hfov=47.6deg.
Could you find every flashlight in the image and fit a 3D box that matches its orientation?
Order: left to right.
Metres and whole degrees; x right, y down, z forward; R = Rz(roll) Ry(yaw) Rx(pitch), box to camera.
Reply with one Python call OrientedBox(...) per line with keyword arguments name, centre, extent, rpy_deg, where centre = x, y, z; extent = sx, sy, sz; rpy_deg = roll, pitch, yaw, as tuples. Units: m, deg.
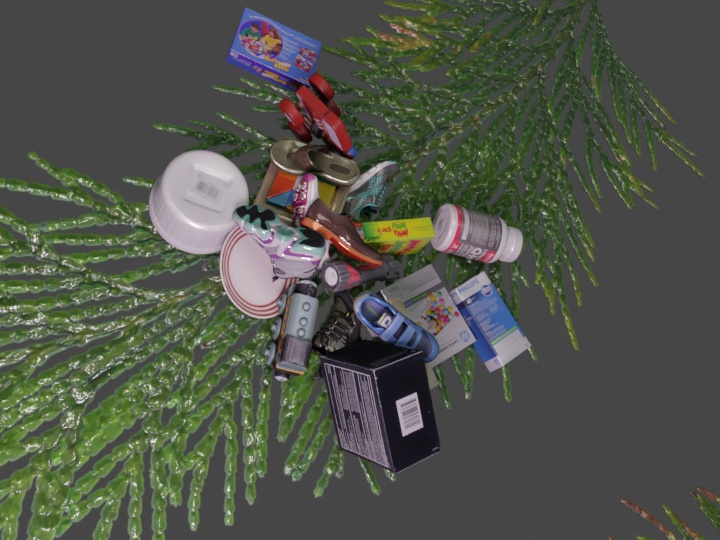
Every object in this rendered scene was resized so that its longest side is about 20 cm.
OrientedBox(name="flashlight", centre=(0.000, 0.000, 1.737), extent=(0.199, 0.067, 0.069), rpy_deg=(-14, 103, -48))

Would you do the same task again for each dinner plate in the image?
OrientedBox(name="dinner plate", centre=(-0.207, -0.003, 1.660), extent=(0.199, 0.024, 0.203), rpy_deg=(8, 78, -41))

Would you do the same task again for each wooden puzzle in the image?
OrientedBox(name="wooden puzzle", centre=(-0.119, -0.175, 1.753), extent=(0.183, 0.037, 0.202), rpy_deg=(20, 72, -1))

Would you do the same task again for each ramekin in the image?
OrientedBox(name="ramekin", centre=(-0.321, -0.144, 1.651), extent=(0.198, 0.098, 0.203), rpy_deg=(9, 65, -21))

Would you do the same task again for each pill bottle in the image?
OrientedBox(name="pill bottle", centre=(0.272, -0.080, 1.895), extent=(0.198, 0.111, 0.112), rpy_deg=(13, 64, -20))

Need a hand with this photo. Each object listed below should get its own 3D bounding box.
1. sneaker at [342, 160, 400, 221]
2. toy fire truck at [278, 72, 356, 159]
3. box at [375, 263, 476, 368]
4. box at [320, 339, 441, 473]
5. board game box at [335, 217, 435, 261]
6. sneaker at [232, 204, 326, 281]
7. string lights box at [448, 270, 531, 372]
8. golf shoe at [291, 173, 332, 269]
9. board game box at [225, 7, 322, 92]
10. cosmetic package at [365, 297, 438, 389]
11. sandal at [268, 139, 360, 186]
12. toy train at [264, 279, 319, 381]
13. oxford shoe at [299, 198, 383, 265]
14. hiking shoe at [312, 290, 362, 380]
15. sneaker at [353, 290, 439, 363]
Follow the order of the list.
OrientedBox(name="sneaker", centre=(0.021, -0.174, 1.845), extent=(0.199, 0.078, 0.092), rpy_deg=(-35, 89, -23))
OrientedBox(name="toy fire truck", centre=(-0.077, -0.316, 1.778), extent=(0.112, 0.200, 0.168), rpy_deg=(-40, 69, -5))
OrientedBox(name="box", centre=(0.142, 0.106, 1.797), extent=(0.155, 0.041, 0.201), rpy_deg=(-25, 82, -31))
OrientedBox(name="box", centre=(0.036, 0.250, 1.556), extent=(0.122, 0.198, 0.203), rpy_deg=(-17, 102, -31))
OrientedBox(name="board game box", centre=(0.053, -0.069, 1.792), extent=(0.198, 0.102, 0.048), rpy_deg=(-6, 70, -27))
OrientedBox(name="sneaker", centre=(-0.172, -0.037, 1.619), extent=(0.198, 0.141, 0.078), rpy_deg=(26, 41, 8))
OrientedBox(name="string lights box", centre=(0.287, 0.114, 1.849), extent=(0.102, 0.059, 0.201), rpy_deg=(-27, 82, -32))
OrientedBox(name="golf shoe", centre=(-0.095, -0.098, 1.693), extent=(0.090, 0.075, 0.203), rpy_deg=(1, 98, -25))
OrientedBox(name="board game box", centre=(-0.198, -0.507, 1.895), extent=(0.198, 0.045, 0.136), rpy_deg=(22, 61, -16))
OrientedBox(name="cosmetic package", centre=(0.082, 0.163, 1.691), extent=(0.202, 0.073, 0.103), rpy_deg=(65, 15, 7))
OrientedBox(name="sandal", centre=(-0.095, -0.238, 1.733), extent=(0.199, 0.057, 0.081), rpy_deg=(13, 67, -3))
OrientedBox(name="toy train", centre=(-0.128, 0.116, 1.612), extent=(0.084, 0.114, 0.202), rpy_deg=(18, 70, -19))
OrientedBox(name="oxford shoe", centre=(-0.024, -0.074, 1.656), extent=(0.199, 0.071, 0.073), rpy_deg=(31, 81, -28))
OrientedBox(name="hiking shoe", centre=(-0.054, 0.130, 1.672), extent=(0.100, 0.076, 0.202), rpy_deg=(9, 66, -25))
OrientedBox(name="sneaker", centre=(0.065, 0.114, 1.600), extent=(0.199, 0.082, 0.074), rpy_deg=(34, 87, 8))
